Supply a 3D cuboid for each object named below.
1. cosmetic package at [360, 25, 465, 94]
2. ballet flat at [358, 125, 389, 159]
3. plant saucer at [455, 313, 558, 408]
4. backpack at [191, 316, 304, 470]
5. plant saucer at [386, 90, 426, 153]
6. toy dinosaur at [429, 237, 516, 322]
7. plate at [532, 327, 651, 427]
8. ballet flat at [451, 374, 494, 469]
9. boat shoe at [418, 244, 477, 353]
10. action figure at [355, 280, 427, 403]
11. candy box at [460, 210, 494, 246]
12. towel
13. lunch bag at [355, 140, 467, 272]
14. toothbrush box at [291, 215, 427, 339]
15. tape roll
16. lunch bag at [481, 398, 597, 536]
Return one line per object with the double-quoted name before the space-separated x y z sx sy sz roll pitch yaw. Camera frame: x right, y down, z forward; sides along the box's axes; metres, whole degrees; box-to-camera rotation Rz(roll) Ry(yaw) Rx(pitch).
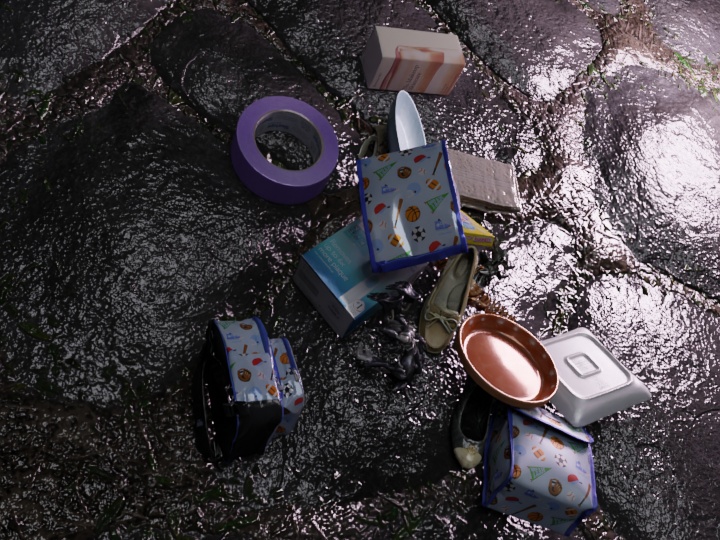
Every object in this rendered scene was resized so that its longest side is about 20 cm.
"cosmetic package" 0.111 -0.446 1.670 0.196 0.104 0.089 -1 62 -20
"ballet flat" 0.031 -0.210 1.538 0.074 0.068 0.203 7 53 2
"plant saucer" 0.253 0.159 1.366 0.197 0.033 0.202 18 38 -15
"backpack" -0.172 0.168 1.179 0.151 0.201 0.193 -8 59 -30
"plant saucer" 0.087 -0.248 1.534 0.038 0.201 0.205 -9 58 20
"toy dinosaur" 0.215 0.017 1.483 0.135 0.102 0.201 -41 101 -19
"plate" 0.406 0.183 1.438 0.196 0.033 0.201 -12 43 -27
"ballet flat" 0.199 0.245 1.355 0.065 0.057 0.203 22 57 -9
"boat shoe" 0.160 0.051 1.405 0.072 0.063 0.203 26 82 4
"action figure" 0.059 0.122 1.332 0.101 0.204 0.118 11 28 35
"candy box" 0.167 -0.092 1.472 0.100 0.027 0.200 9 19 -20
"towel" 0.236 -0.184 1.610 0.196 0.035 0.134 13 50 -15
"lunch bag" 0.087 -0.095 1.322 0.167 0.125 0.203 -14 54 8
"toothbrush box" 0.000 0.000 1.393 0.199 0.086 0.147 -34 77 -34
"tape roll" -0.142 -0.228 1.472 0.196 0.066 0.204 10 59 -17
"lunch bag" 0.303 0.313 1.325 0.167 0.125 0.202 23 41 -8
